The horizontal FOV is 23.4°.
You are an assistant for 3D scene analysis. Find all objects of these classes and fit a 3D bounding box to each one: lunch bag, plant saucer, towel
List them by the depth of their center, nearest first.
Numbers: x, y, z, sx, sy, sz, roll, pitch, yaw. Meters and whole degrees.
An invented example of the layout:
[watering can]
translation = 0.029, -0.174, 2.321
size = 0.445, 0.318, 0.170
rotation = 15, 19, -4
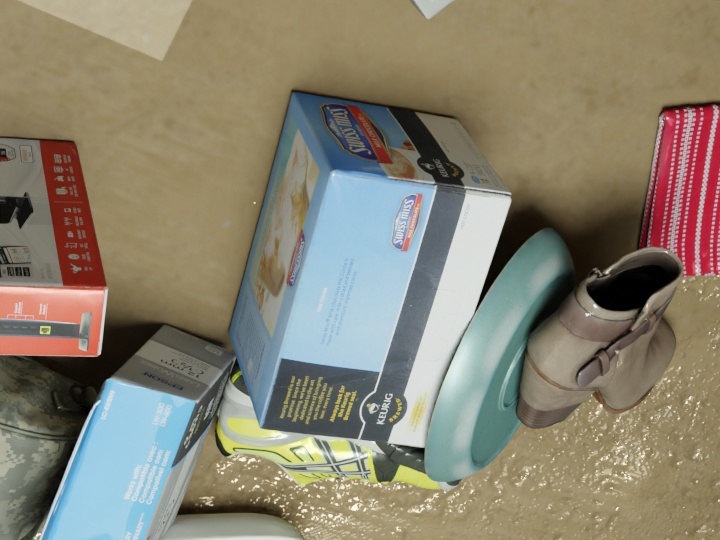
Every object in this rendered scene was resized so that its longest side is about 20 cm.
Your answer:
[lunch bag]
translation = -0.287, 0.145, 1.194
size = 0.167, 0.140, 0.201
rotation = 21, 111, -26
[plant saucer]
translation = 0.107, 0.066, 1.249
size = 0.027, 0.200, 0.201
rotation = 26, 116, 18
[towel]
translation = 0.312, -0.060, 1.322
size = 0.198, 0.023, 0.146
rotation = -3, 118, -14

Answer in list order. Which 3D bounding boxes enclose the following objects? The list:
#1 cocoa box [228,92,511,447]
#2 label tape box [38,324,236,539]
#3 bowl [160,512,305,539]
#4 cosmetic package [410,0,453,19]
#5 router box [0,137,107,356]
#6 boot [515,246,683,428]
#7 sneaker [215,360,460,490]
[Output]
[cocoa box]
translation = 0.000, 0.000, 1.199
size = 0.130, 0.134, 0.201
rotation = 8, 116, -19
[label tape box]
translation = -0.153, 0.132, 1.177
size = 0.066, 0.200, 0.144
rotation = 22, 103, 1
[bowl]
translation = -0.140, 0.268, 1.344
size = 0.198, 0.075, 0.201
rotation = -3, 119, -16
[cosmetic package]
translation = 0.084, -0.268, 1.104
size = 0.199, 0.090, 0.107
rotation = -37, 123, 3
[router box]
translation = -0.257, -0.020, 1.074
size = 0.178, 0.200, 0.049
rotation = 2, 119, -17
[boot]
translation = 0.192, 0.039, 1.254
size = 0.199, 0.070, 0.147
rotation = -28, 154, -41
[sneaker]
translation = -0.016, 0.126, 1.308
size = 0.199, 0.076, 0.077
rotation = 22, 119, -14
